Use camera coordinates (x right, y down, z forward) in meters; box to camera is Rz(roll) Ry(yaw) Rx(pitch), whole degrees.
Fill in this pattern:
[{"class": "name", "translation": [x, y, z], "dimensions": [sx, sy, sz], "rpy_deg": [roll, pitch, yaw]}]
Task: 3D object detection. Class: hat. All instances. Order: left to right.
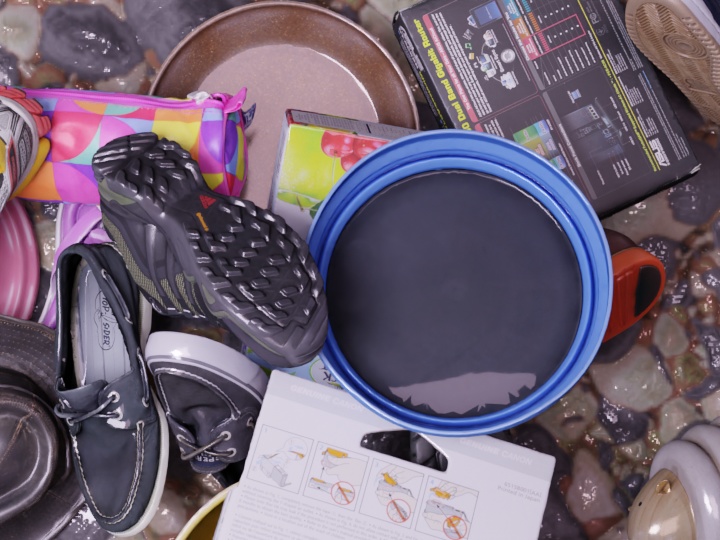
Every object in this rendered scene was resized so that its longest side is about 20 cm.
[{"class": "hat", "translation": [-0.256, 0.132, 1.151], "dimensions": [0.200, 0.081, 0.201], "rpy_deg": [-7, 110, -19]}]

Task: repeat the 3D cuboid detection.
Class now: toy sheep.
[{"class": "toy sheep", "translation": [0.277, 0.163, 1.190], "dimensions": [0.199, 0.138, 0.138], "rpy_deg": [-10, 87, -19]}]

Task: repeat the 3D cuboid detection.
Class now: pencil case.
[{"class": "pencil case", "translation": [-0.171, -0.088, 1.167], "dimensions": [0.199, 0.088, 0.089], "rpy_deg": [1, 87, 9]}]

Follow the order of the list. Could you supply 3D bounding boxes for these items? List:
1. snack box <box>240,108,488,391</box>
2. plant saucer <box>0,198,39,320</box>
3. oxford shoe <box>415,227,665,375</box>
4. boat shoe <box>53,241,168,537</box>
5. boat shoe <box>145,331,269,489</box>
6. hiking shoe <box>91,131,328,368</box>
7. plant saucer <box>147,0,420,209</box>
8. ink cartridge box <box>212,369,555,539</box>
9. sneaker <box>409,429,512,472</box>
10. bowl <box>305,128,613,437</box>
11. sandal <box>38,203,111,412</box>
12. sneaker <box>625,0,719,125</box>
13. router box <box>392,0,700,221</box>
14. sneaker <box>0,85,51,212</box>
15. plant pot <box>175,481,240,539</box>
[{"class": "snack box", "translation": [0.000, 0.000, 1.182], "dimensions": [0.142, 0.053, 0.200], "rpy_deg": [10, 107, -8]}, {"class": "plant saucer", "translation": [-0.329, -0.001, 1.201], "dimensions": [0.200, 0.051, 0.201], "rpy_deg": [0, 86, -4]}, {"class": "oxford shoe", "translation": [0.109, 0.033, 1.164], "dimensions": [0.200, 0.073, 0.071], "rpy_deg": [-26, 133, -17]}, {"class": "boat shoe", "translation": [-0.173, 0.074, 1.124], "dimensions": [0.074, 0.066, 0.200], "rpy_deg": [-8, 74, 27]}, {"class": "boat shoe", "translation": [-0.095, 0.106, 1.138], "dimensions": [0.070, 0.200, 0.066], "rpy_deg": [4, 64, 15]}, {"class": "hiking shoe", "translation": [-0.094, -0.001, 1.093], "dimensions": [0.076, 0.101, 0.200], "rpy_deg": [-33, 64, -28]}, {"class": "plant saucer", "translation": [-0.057, -0.092, 1.229], "dimensions": [0.200, 0.037, 0.201], "rpy_deg": [0, 88, -3]}, {"class": "ink cartridge box", "translation": [0.010, 0.174, 1.074], "dimensions": [0.200, 0.044, 0.174], "rpy_deg": [18, 61, -2]}, {"class": "sneaker", "translation": [0.072, 0.164, 1.191], "dimensions": [0.073, 0.082, 0.201], "rpy_deg": [-12, 94, -9]}, {"class": "bowl", "translation": [0.061, 0.010, 1.096], "dimensions": [0.200, 0.039, 0.201], "rpy_deg": [0, 74, 1]}, {"class": "sandal", "translation": [-0.186, 0.005, 1.208], "dimensions": [0.082, 0.050, 0.203], "rpy_deg": [13, 86, -3]}, {"class": "sneaker", "translation": [0.255, -0.183, 1.192], "dimensions": [0.070, 0.200, 0.109], "rpy_deg": [19, 79, 38]}, {"class": "router box", "translation": [0.132, -0.125, 1.228], "dimensions": [0.150, 0.062, 0.200], "rpy_deg": [-25, 89, -5]}, {"class": "sneaker", "translation": [-0.281, -0.032, 1.120], "dimensions": [0.078, 0.082, 0.200], "rpy_deg": [32, 112, -2]}, {"class": "plant pot", "translation": [-0.039, 0.229, 1.159], "dimensions": [0.199, 0.142, 0.201], "rpy_deg": [0, 87, -4]}]
